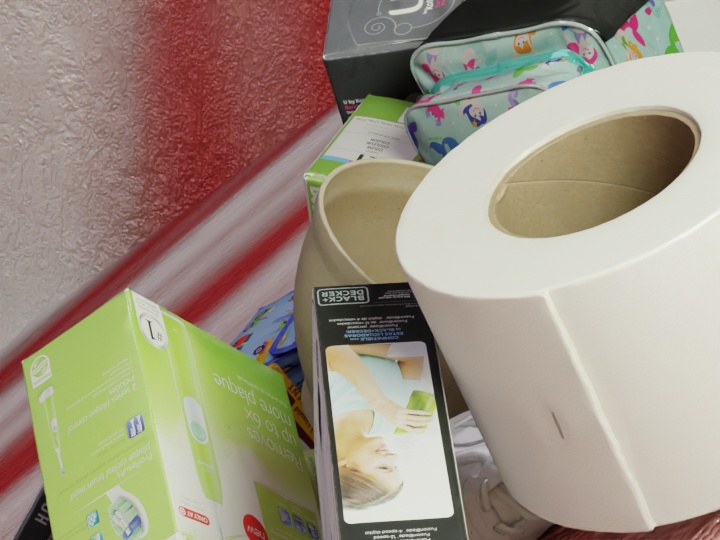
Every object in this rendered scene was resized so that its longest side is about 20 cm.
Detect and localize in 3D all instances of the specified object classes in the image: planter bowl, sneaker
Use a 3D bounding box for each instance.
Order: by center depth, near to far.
[{"bbox_3d":[0.097,0.096,1.182,0.200,0.078,0.099,-43,13,-15],"label":"sneaker"},{"bbox_3d":[0.041,0.045,1.358,0.135,0.199,0.200,-63,-3,27],"label":"planter bowl"}]

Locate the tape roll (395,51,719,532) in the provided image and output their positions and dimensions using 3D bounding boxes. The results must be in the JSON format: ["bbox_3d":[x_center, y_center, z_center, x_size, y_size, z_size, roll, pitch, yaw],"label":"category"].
[{"bbox_3d":[0.133,0.007,1.080,0.201,0.140,0.203,-21,27,11],"label":"tape roll"}]

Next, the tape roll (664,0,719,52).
[{"bbox_3d":[0.201,-0.139,1.627,0.201,0.071,0.202,-11,-3,-1],"label":"tape roll"}]

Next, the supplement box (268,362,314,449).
[{"bbox_3d":[-0.089,0.167,1.450,0.085,0.111,0.200,-33,11,39],"label":"supplement box"}]

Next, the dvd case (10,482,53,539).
[{"bbox_3d":[-0.164,0.130,1.433,0.201,0.025,0.150,-62,-12,-13],"label":"dvd case"}]

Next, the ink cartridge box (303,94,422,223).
[{"bbox_3d":[0.000,0.000,1.524,0.075,0.149,0.200,14,44,24],"label":"ink cartridge box"}]

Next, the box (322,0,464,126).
[{"bbox_3d":[0.049,-0.121,1.644,0.105,0.201,0.123,-7,43,12],"label":"box"}]

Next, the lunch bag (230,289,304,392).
[{"bbox_3d":[-0.018,0.051,1.738,0.200,0.094,0.151,-38,8,35],"label":"lunch bag"}]

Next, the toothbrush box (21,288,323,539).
[{"bbox_3d":[-0.094,0.132,1.238,0.086,0.145,0.201,-32,51,22],"label":"toothbrush box"}]

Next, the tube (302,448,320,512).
[{"bbox_3d":[-0.065,0.138,1.364,0.198,0.052,0.058,-5,8,-19],"label":"tube"}]

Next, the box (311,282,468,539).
[{"bbox_3d":[0.012,0.112,1.080,0.060,0.117,0.201,-3,37,-3],"label":"box"}]

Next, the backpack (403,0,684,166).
[{"bbox_3d":[0.138,-0.081,1.470,0.177,0.201,0.151,-4,37,46],"label":"backpack"}]
